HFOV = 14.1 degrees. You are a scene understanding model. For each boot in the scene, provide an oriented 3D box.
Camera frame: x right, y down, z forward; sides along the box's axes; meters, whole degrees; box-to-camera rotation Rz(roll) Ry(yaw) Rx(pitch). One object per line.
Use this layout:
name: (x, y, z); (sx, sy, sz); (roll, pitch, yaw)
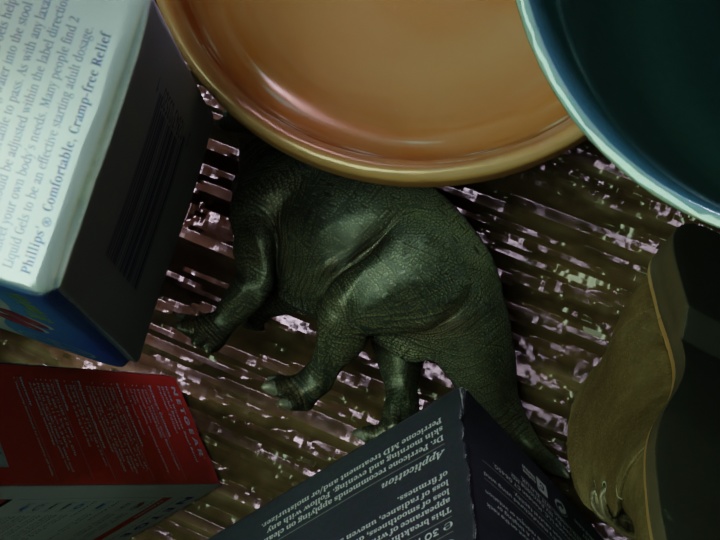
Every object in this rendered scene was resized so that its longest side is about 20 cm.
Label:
boot: (0.106, 0.071, 0.946); (0.073, 0.200, 0.076); (31, 119, -16)

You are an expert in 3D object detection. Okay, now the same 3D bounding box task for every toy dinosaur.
toy dinosaur: (0.000, 0.000, 1.044); (0.200, 0.077, 0.103); (41, 109, 24)

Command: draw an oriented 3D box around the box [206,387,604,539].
box: (-0.011, 0.172, 0.969); (0.199, 0.104, 0.183); (-32, 30, 19)

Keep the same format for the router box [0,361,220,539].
router box: (-0.177, 0.102, 1.058); (0.199, 0.179, 0.049); (-30, 75, 18)

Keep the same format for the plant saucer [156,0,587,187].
plant saucer: (0.024, -0.121, 1.031); (0.199, 0.037, 0.201); (-1, 72, 3)

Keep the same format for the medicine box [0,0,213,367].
medicine box: (-0.164, -0.054, 0.970); (0.199, 0.182, 0.103); (17, 83, 6)

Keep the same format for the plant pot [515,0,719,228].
plant pot: (0.165, -0.098, 0.910); (0.199, 0.188, 0.201); (-2, 85, 18)
